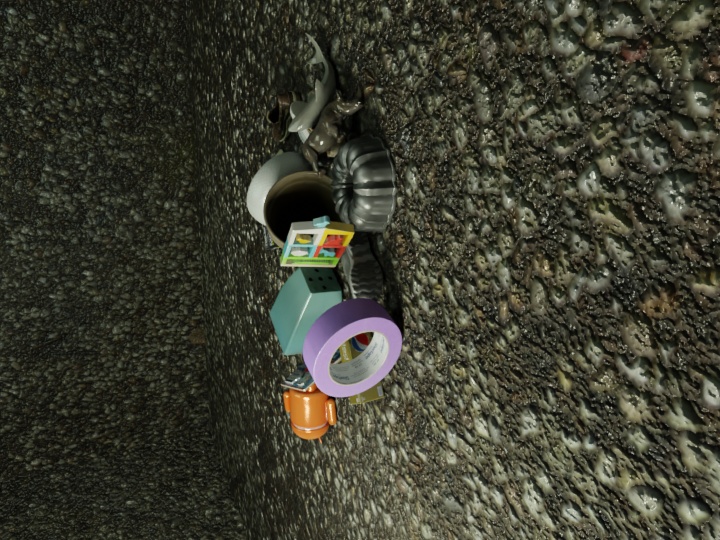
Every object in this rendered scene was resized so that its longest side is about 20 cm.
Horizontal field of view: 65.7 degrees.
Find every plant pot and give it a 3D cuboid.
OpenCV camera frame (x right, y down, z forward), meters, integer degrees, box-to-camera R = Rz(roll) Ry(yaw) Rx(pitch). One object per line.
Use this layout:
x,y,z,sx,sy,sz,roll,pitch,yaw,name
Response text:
-0.126,-0.107,1.334,0.174,0.195,0.204,99,155,-69,plant pot
-0.129,0.091,1.426,0.143,0.138,0.202,62,143,35,plant pot

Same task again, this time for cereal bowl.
-0.185,-0.191,1.408,0.083,0.198,0.203,40,136,27,cereal bowl

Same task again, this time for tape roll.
-0.015,0.157,1.124,0.066,0.196,0.204,50,140,46,tape roll

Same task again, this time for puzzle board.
-0.124,0.253,1.450,0.018,0.150,0.199,56,156,-8,puzzle board

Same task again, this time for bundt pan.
-0.004,-0.174,1.152,0.201,0.074,0.207,32,126,58,bundt pan

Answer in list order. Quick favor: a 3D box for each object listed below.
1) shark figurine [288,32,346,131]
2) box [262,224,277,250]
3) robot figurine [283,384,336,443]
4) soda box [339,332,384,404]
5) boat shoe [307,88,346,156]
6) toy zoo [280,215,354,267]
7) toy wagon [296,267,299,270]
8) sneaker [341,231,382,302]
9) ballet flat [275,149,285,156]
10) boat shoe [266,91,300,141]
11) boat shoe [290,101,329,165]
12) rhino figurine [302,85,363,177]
-0.090,-0.417,1.241,0.090,0.125,0.220,44,-125,-70,shark figurine
-0.271,-0.173,1.753,0.159,0.043,0.206,-4,93,64,box
-0.142,0.379,1.555,0.117,0.140,0.206,-127,34,-72,robot figurine
-0.006,0.196,1.272,0.068,0.063,0.205,-31,68,63,soda box
-0.092,-0.349,1.298,0.203,0.063,0.072,67,151,29,boat shoe
-0.091,-0.057,1.164,0.200,0.128,0.021,125,141,-61,toy zoo
-0.142,-0.061,1.516,0.154,0.039,0.206,168,95,-65,toy wagon
0.000,0.000,1.212,0.083,0.073,0.204,110,154,-55,sneaker
-0.242,-0.256,1.644,0.069,0.068,0.206,-13,85,64,ballet flat
-0.228,-0.430,1.552,0.202,0.073,0.076,-47,56,59,boat shoe
-0.123,-0.339,1.377,0.202,0.071,0.069,55,145,29,boat shoe
-0.057,-0.306,1.191,0.087,0.059,0.202,43,113,20,rhino figurine
